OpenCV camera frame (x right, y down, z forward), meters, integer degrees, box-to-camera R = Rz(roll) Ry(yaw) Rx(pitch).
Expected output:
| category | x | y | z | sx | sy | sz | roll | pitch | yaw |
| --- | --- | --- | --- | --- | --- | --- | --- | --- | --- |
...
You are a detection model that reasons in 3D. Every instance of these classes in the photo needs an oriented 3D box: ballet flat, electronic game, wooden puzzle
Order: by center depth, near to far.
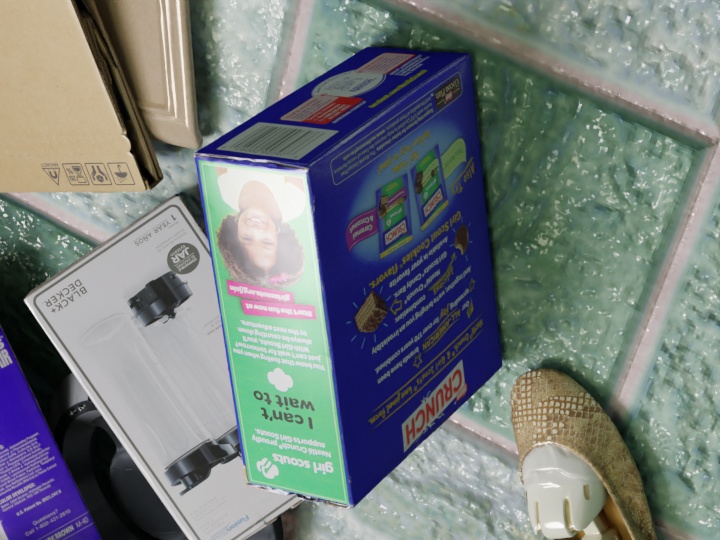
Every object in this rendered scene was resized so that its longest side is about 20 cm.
| category | x | y | z | sx | sy | sz | roll | pitch | yaw |
| --- | --- | --- | --- | --- | --- | --- | --- | --- | --- |
| ballet flat | 0.137 | 0.153 | 1.024 | 0.070 | 0.065 | 0.200 | -20 | 104 | 37 |
| wooden puzzle | -0.178 | -0.177 | 1.053 | 0.185 | 0.037 | 0.200 | 14 | 127 | 25 |
| electronic game | -0.135 | 0.148 | 1.198 | 0.200 | 0.042 | 0.200 | 21 | 130 | 27 |

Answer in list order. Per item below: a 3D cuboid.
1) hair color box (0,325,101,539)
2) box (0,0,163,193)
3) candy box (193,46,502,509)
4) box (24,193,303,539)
| category | x | y | z | sx | sy | sz | roll | pitch | yaw |
| --- | --- | --- | --- | --- | --- | --- | --- | --- | --- |
| hair color box | -0.257 | 0.105 | 1.200 | 0.109 | 0.065 | 0.200 | 2 | 119 | 66 |
| box | -0.230 | -0.121 | 1.083 | 0.200 | 0.021 | 0.164 | 1 | 124 | 33 |
| candy box | 0.000 | 0.000 | 0.954 | 0.077 | 0.169 | 0.200 | 9 | 119 | 32 |
| box | -0.104 | 0.066 | 1.086 | 0.117 | 0.060 | 0.200 | -35 | 97 | -4 |
